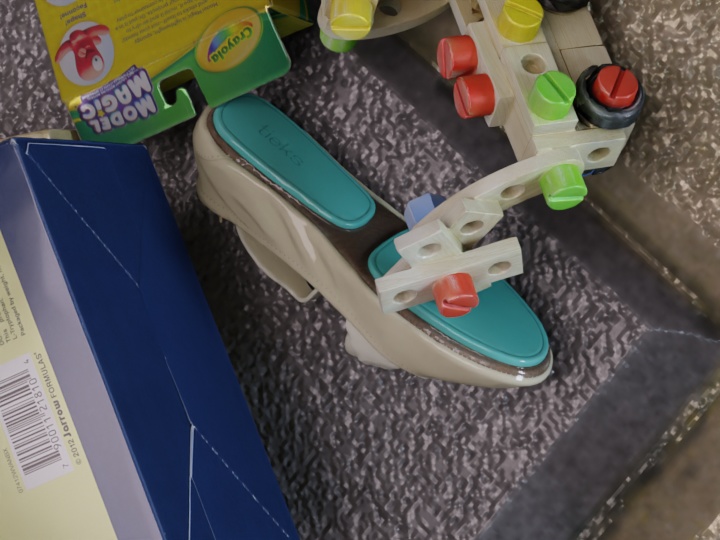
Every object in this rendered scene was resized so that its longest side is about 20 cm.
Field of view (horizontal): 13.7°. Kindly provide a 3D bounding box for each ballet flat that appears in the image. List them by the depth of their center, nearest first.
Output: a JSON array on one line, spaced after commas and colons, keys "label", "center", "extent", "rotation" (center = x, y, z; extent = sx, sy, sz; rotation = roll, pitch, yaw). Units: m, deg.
[{"label": "ballet flat", "center": [0.000, 0.000, 1.320], "extent": [0.200, 0.069, 0.070], "rotation": [42, 107, 20]}]

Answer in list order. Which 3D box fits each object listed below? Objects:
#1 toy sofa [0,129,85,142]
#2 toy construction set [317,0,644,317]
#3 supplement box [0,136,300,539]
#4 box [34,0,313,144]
[{"label": "toy sofa", "center": [-0.152, 0.037, 1.373], "extent": [0.097, 0.083, 0.200], "rotation": [-9, 88, 23]}, {"label": "toy construction set", "center": [0.040, -0.082, 1.257], "extent": [0.131, 0.092, 0.200], "rotation": [-8, 74, -19]}, {"label": "supplement box", "center": [-0.165, 0.074, 1.261], "extent": [0.200, 0.134, 0.200], "rotation": [-24, 82, 19]}, {"label": "box", "center": [-0.096, -0.159, 1.351], "extent": [0.117, 0.048, 0.200], "rotation": [-22, 73, 24]}]
